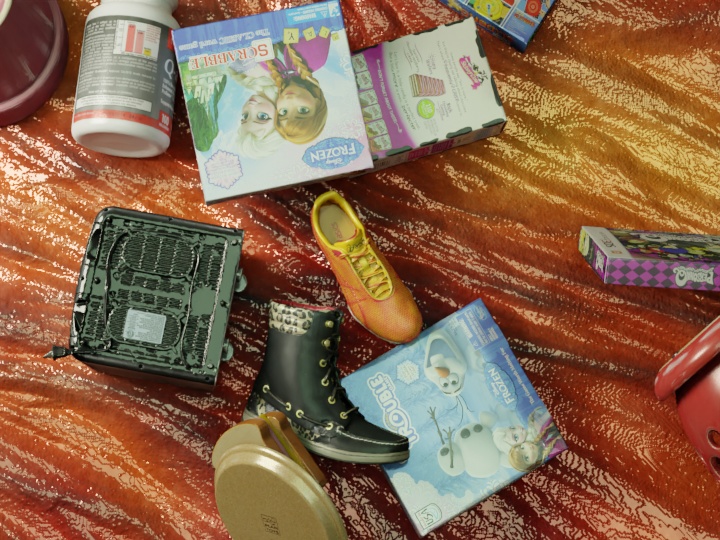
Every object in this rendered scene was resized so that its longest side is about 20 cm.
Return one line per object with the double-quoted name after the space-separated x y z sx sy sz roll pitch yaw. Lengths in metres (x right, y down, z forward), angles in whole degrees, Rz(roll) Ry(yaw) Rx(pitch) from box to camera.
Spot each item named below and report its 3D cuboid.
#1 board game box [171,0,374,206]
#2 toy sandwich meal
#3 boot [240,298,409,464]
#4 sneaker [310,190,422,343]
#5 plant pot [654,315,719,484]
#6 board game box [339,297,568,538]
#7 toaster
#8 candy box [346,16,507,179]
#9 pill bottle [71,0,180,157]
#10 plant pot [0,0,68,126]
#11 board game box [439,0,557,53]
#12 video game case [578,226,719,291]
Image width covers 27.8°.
-0.100 -0.192 1.659 0.198 0.041 0.202 -12 87 -5 "board game box"
-0.081 0.253 1.591 0.205 0.205 0.070 44 47 7 "toy sandwich meal"
-0.031 0.124 1.611 0.202 0.073 0.155 13 96 23 "boot"
0.000 0.000 1.668 0.073 0.077 0.201 -35 75 -7 "sneaker"
0.442 0.133 1.607 0.200 0.201 0.183 -38 79 -9 "plant pot"
0.103 0.167 1.664 0.198 0.043 0.201 -30 80 -7 "board game box"
-0.234 0.035 1.639 0.198 0.119 0.183 10 77 -1 "toaster"
0.059 -0.205 1.729 0.198 0.061 0.138 -16 81 -4 "candy box"
-0.269 -0.242 1.696 0.115 0.116 0.202 5 79 -1 "pill bottle"
-0.443 -0.285 1.667 0.198 0.179 0.202 1 78 -3 "plant pot"
0.152 -0.376 1.781 0.199 0.034 0.136 33 78 5 "board game box"
0.358 -0.013 1.644 0.198 0.181 0.036 4 103 -1 "video game case"
